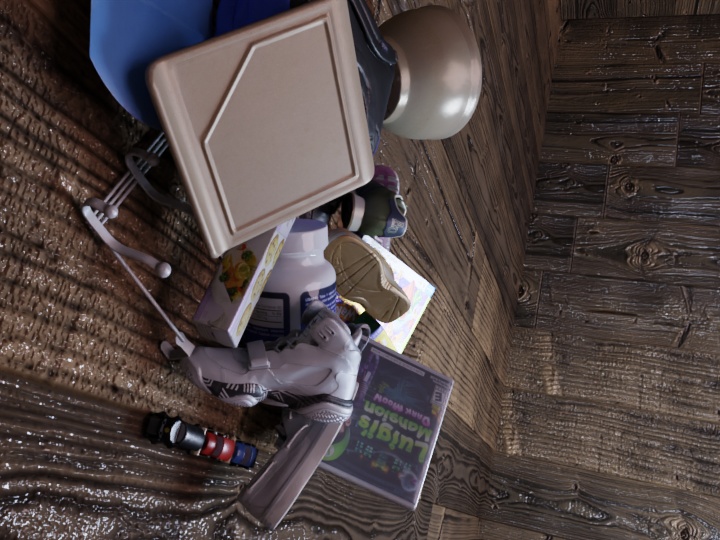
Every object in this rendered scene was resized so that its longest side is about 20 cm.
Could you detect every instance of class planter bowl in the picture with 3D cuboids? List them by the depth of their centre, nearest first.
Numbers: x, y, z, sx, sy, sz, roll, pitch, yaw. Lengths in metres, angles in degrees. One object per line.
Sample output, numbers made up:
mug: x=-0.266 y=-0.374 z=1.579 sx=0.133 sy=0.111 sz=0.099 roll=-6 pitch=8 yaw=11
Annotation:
planter bowl: x=0.067 y=-0.293 z=1.045 sx=0.133 sy=0.199 sz=0.204 roll=-19 pitch=116 yaw=-37

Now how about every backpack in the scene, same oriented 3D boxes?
backpack: x=-0.069 y=-0.220 z=0.714 sx=0.200 sy=0.165 sz=0.165 roll=54 pitch=37 yaw=-52

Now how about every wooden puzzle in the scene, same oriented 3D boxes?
wooden puzzle: x=-0.080 y=-0.131 z=0.622 sx=0.198 sy=0.037 sz=0.187 roll=-31 pitch=131 yaw=-23

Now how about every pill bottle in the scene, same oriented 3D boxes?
pill bottle: x=-0.084 y=0.046 z=0.815 sx=0.115 sy=0.114 sz=0.204 roll=-30 pitch=123 yaw=-64

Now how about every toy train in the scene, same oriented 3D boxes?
toy train: x=-0.162 y=0.189 z=0.750 sx=0.200 sy=0.045 sz=0.035 roll=51 pitch=49 yaw=-61

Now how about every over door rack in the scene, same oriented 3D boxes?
over door rack: x=-0.165 y=-0.032 z=0.659 sx=0.202 sy=0.065 sz=0.149 roll=74 pitch=31 yaw=-43

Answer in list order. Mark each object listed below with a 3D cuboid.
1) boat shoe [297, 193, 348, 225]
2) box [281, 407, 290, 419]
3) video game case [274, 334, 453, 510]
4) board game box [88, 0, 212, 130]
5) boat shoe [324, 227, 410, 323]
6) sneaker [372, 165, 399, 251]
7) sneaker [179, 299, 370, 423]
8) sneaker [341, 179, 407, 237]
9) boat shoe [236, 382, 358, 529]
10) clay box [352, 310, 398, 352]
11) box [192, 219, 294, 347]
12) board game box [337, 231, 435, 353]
boat shoe: x=-0.048 y=-0.116 z=0.932 sx=0.073 sy=0.064 sz=0.204 roll=12 pitch=86 yaw=-69
box: x=-0.082 y=0.117 z=0.932 sx=0.041 sy=0.038 sz=0.204 roll=-11 pitch=107 yaw=-48
video game case: x=0.011 y=0.187 z=0.903 sx=0.184 sy=0.197 sz=0.023 roll=-67 pitch=-171 yaw=-25
board game box: x=-0.186 y=-0.220 z=0.584 sx=0.158 sy=0.038 sz=0.204 roll=5 pitch=85 yaw=-69
boat shoe: x=0.000 y=0.000 z=0.920 sx=0.200 sy=0.073 sz=0.070 roll=51 pitch=8 yaw=-49
sneaker: x=0.020 y=-0.066 z=1.111 sx=0.088 sy=0.079 sz=0.204 roll=8 pitch=94 yaw=-73
sneaker: x=-0.084 y=0.084 z=0.728 sx=0.117 sy=0.197 sz=0.075 roll=-69 pitch=-159 yaw=8
sneaker: x=0.021 y=-0.090 z=0.986 sx=0.201 sy=0.088 sz=0.068 roll=-98 pitch=-158 yaw=-70
boat shoe: x=-0.073 y=0.205 z=0.824 sx=0.201 sy=0.068 sz=0.072 roll=-56 pitch=175 yaw=-21
clay box: x=0.014 y=0.164 z=1.027 sx=0.115 sy=0.047 sz=0.201 roll=-42 pitch=134 yaw=-10
box: x=-0.105 y=-0.023 z=0.688 sx=0.042 sy=0.038 sz=0.202 roll=89 pitch=20 yaw=-61
board game box: x=0.018 y=0.040 z=1.033 sx=0.199 sy=0.044 sz=0.136 roll=34 pitch=83 yaw=-45
